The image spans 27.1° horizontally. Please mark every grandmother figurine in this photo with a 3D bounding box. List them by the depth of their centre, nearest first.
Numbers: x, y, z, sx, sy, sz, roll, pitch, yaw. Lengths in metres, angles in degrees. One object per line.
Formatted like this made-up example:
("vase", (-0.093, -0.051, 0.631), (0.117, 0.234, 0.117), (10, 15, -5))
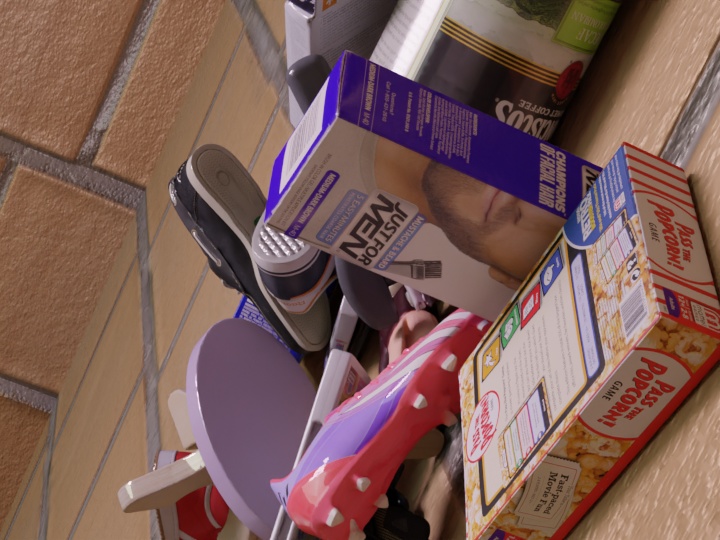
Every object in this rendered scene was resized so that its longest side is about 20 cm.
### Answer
("grandmother figurine", (0.039, 0.047, 1.124), (0.122, 0.060, 0.201), (-52, 23, 22))

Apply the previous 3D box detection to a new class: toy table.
("toy table", (-0.103, 0.158, 1.264), (0.117, 0.182, 0.202), (-45, 47, 41))

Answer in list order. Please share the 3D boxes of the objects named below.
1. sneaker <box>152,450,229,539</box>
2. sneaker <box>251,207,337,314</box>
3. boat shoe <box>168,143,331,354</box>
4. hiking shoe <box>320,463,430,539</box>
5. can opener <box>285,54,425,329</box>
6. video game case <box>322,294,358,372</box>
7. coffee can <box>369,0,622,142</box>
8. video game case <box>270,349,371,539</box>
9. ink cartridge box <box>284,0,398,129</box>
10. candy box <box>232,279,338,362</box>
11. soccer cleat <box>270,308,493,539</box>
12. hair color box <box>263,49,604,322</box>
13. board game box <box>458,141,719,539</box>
("sneaker", (-0.132, 0.250, 1.442), (0.072, 0.111, 0.202), (-89, -4, -47))
("sneaker", (-0.035, -0.052, 1.264), (0.080, 0.077, 0.201), (78, -149, -45))
("boat shoe", (-0.095, -0.012, 1.298), (0.067, 0.201, 0.072), (-35, 0, 41))
("hiking shoe", (0.006, 0.207, 0.986), (0.201, 0.075, 0.102), (-100, 32, -63))
("can opener", (-0.006, -0.055, 1.062), (0.066, 0.202, 0.053), (-23, 7, -1))
("video game case", (0.000, 0.000, 1.285), (0.200, 0.018, 0.145), (106, 180, -71))
("coffee can", (0.098, -0.177, 1.050), (0.202, 0.145, 0.147), (-63, 16, 18))
("video game case", (-0.032, 0.172, 1.117), (0.143, 0.018, 0.203), (60, -133, -72))
("ink cartridge box", (0.028, -0.211, 1.140), (0.199, 0.041, 0.201), (-35, -24, -22))
("candy box", (-0.056, -0.003, 1.403), (0.169, 0.076, 0.202), (-62, -3, -81))
("soccer cleat", (0.021, 0.091, 0.996), (0.076, 0.067, 0.201), (30, 76, 42))
("hair color box", (0.052, -0.043, 0.928), (0.110, 0.198, 0.065), (-52, 24, 44))
("board game box", (0.123, 0.051, 0.852), (0.201, 0.046, 0.153), (-57, 19, 36))
